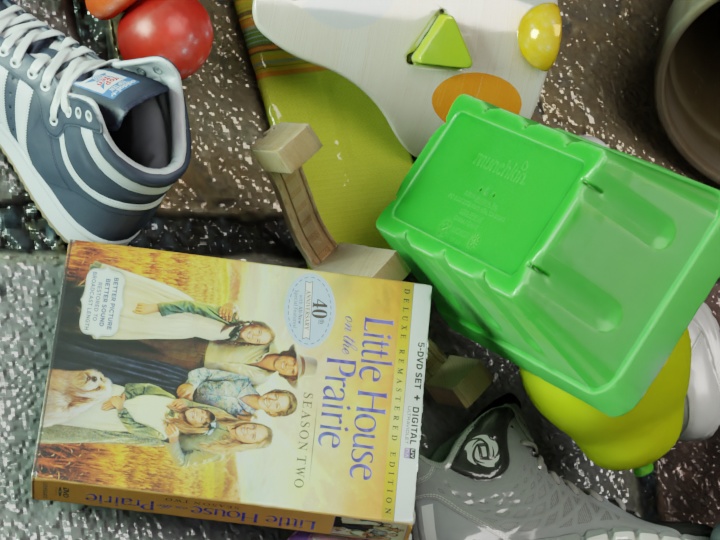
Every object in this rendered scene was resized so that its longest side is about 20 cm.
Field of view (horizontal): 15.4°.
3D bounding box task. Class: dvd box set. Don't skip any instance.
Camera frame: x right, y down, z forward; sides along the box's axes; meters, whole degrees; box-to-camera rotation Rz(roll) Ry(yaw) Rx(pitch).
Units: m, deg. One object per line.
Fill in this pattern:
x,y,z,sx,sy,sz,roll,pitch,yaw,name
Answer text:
-0.066,0.063,1.410,0.200,0.029,0.146,8,61,-3,dvd box set

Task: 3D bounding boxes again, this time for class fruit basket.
0.130,0.013,1.468,0.216,0.216,0.156,34,88,-14,fruit basket

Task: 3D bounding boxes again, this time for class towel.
-0.018,-0.091,1.564,0.086,0.018,0.200,-8,75,-27,towel

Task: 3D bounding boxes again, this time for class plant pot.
0.286,-0.169,1.689,0.200,0.200,0.174,26,41,-19,plant pot

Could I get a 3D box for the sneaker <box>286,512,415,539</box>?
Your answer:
-0.033,0.172,1.406,0.088,0.080,0.200,23,60,-12,sneaker

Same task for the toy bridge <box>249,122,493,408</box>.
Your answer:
0.000,0.000,1.489,0.027,0.067,0.200,-46,116,-21,toy bridge

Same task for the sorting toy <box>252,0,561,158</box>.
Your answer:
0.016,-0.177,1.557,0.180,0.107,0.200,10,61,-25,sorting toy

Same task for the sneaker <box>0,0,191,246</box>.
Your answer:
-0.169,-0.108,1.422,0.200,0.108,0.070,50,53,-3,sneaker

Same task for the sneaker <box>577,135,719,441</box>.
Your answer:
0.139,0.022,1.580,0.099,0.078,0.200,-22,73,-29,sneaker

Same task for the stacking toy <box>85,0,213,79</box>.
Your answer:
-0.153,-0.192,1.494,0.085,0.085,0.200,-43,101,-36,stacking toy

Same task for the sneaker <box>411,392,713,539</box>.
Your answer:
0.114,0.124,1.514,0.200,0.075,0.116,1,67,-29,sneaker

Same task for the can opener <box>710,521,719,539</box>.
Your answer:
0.231,0.116,1.562,0.053,0.067,0.200,49,17,-4,can opener
